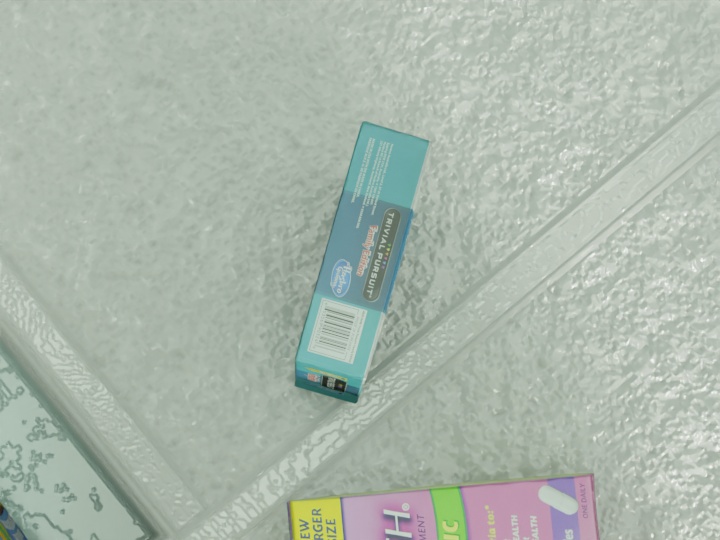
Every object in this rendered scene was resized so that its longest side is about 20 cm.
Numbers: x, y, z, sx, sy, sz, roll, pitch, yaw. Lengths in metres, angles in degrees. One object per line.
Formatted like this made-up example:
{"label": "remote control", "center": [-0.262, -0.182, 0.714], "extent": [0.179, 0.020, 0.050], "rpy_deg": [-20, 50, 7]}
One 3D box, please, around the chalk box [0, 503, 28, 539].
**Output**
{"label": "chalk box", "center": [-0.260, 0.217, 1.585], "extent": [0.124, 0.124, 0.200], "rpy_deg": [-38, 86, -5]}

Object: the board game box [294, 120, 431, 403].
{"label": "board game box", "center": [0.000, 0.000, 1.578], "extent": [0.047, 0.200, 0.152], "rpy_deg": [16, 83, 1]}

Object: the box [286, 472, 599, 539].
{"label": "box", "center": [0.058, 0.228, 1.604], "extent": [0.199, 0.097, 0.177], "rpy_deg": [-5, 83, -1]}
